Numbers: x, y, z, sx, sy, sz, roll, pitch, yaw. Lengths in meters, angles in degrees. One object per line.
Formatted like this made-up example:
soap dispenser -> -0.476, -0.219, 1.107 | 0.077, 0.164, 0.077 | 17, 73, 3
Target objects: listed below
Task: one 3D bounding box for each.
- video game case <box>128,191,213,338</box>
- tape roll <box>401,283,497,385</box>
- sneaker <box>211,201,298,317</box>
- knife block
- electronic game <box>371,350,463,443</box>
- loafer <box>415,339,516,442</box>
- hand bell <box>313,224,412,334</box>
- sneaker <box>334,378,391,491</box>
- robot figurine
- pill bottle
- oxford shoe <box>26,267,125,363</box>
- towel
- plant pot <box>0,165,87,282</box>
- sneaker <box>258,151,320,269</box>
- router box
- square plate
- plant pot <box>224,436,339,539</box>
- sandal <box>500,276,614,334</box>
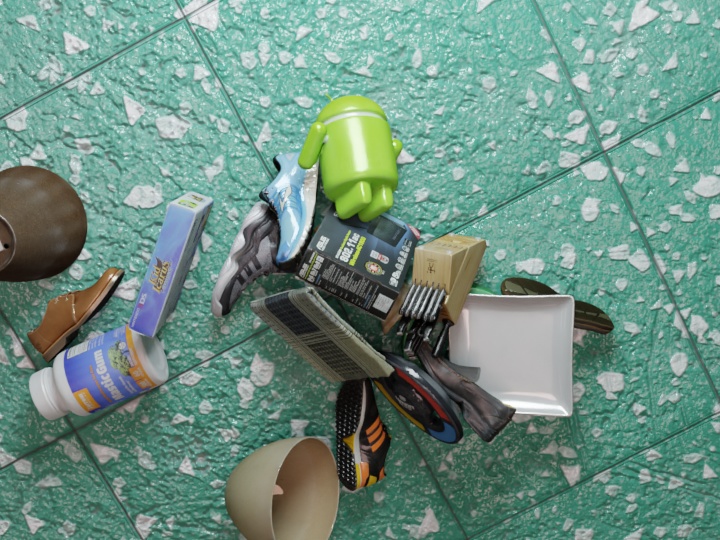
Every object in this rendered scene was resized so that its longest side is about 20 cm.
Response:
video game case -> -0.290, -0.015, 1.377 | 0.045, 0.181, 0.200 | 21, 99, -4
tape roll -> 0.168, 0.121, 1.486 | 0.200, 0.048, 0.201 | 0, 100, -2
sneaker -> -0.160, -0.001, 1.437 | 0.114, 0.075, 0.200 | 25, 96, -3
knife block -> 0.126, 0.044, 1.398 | 0.064, 0.200, 0.176 | 12, 108, 27
electronic game -> 0.084, 0.202, 1.428 | 0.042, 0.200, 0.200 | -44, 100, -19
loafer -> 0.162, 0.176, 1.415 | 0.072, 0.073, 0.200 | -41, 97, 4
hand bell -> 0.000, 0.000, 1.450 | 0.200, 0.104, 0.104 | 42, 97, 4
sneaker -> 0.011, 0.266, 1.502 | 0.090, 0.070, 0.201 | -5, 103, -37
robot figurine -> -0.006, -0.179, 1.371 | 0.175, 0.116, 0.200 | 4, 69, -37
pill bottle -> -0.422, 0.167, 1.442 | 0.200, 0.112, 0.112 | -23, 100, 2
oxford shoe -> -0.462, 0.059, 1.444 | 0.200, 0.071, 0.071 | -44, 94, 7
towel -> -0.060, 0.101, 1.402 | 0.200, 0.192, 0.035 | 46, 60, -18
plant pot -> -0.534, -0.059, 1.352 | 0.186, 0.200, 0.187 | 0, 100, -1
sneaker -> -0.115, -0.095, 1.396 | 0.090, 0.078, 0.200 | 6, 66, -2
router box -> 0.001, -0.027, 1.368 | 0.150, 0.200, 0.062 | 25, 123, -1
square plate -> 0.240, 0.133, 1.433 | 0.198, 0.028, 0.201 | 1, 101, 13
plant pot -> -0.142, 0.369, 1.465 | 0.134, 0.200, 0.201 | -2, 102, 29
sandal -> 0.320, 0.070, 1.478 | 0.200, 0.082, 0.055 | 18, 121, -12
